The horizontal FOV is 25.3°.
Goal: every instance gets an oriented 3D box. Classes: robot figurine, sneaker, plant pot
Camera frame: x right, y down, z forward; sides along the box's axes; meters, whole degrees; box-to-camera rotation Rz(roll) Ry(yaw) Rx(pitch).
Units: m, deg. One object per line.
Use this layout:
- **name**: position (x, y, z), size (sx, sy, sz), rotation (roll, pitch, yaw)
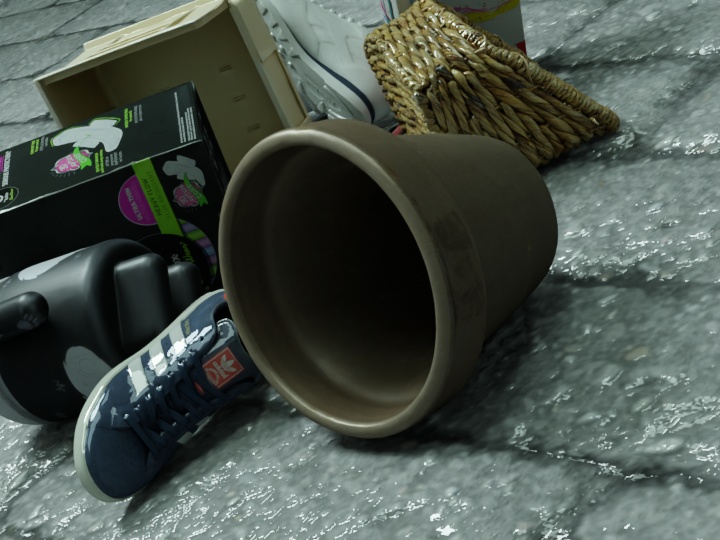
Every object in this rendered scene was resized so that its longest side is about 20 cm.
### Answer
- **robot figurine**: position (-0.213, 0.046, 1.231), size (0.199, 0.151, 0.125), rotation (-17, 34, 29)
- **sneaker**: position (-0.118, 0.077, 1.107), size (0.084, 0.075, 0.200), rotation (-14, 31, 44)
- **sneaker**: position (-0.041, -0.220, 1.538), size (0.080, 0.200, 0.076), rotation (-43, -5, -19)
- **plant pot**: position (0.035, -0.014, 1.037), size (0.174, 0.202, 0.199), rotation (-23, 14, -41)

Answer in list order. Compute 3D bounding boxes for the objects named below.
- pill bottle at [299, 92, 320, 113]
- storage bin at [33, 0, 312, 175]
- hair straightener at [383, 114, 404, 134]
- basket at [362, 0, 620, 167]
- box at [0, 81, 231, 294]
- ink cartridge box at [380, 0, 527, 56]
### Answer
- **pill bottle**: position (-0.122, -0.172, 1.625), size (0.199, 0.120, 0.120), rotation (-24, 22, 9)
- **storage bin**: position (-0.156, -0.129, 1.462), size (0.197, 0.201, 0.094), rotation (-15, 22, 28)
- **hair straightener**: position (-0.002, -0.106, 1.438), size (0.076, 0.041, 0.200), rotation (-10, 27, 25)
- **basket**: position (0.099, -0.166, 1.325), size (0.148, 0.143, 0.200), rotation (-28, 22, -1)
- **box**: position (-0.204, -0.041, 1.346), size (0.198, 0.149, 0.125), rotation (-19, 31, 2)
- **ink cartridge box**: position (0.082, -0.238, 1.446), size (0.115, 0.201, 0.067), rotation (-20, 39, -7)
